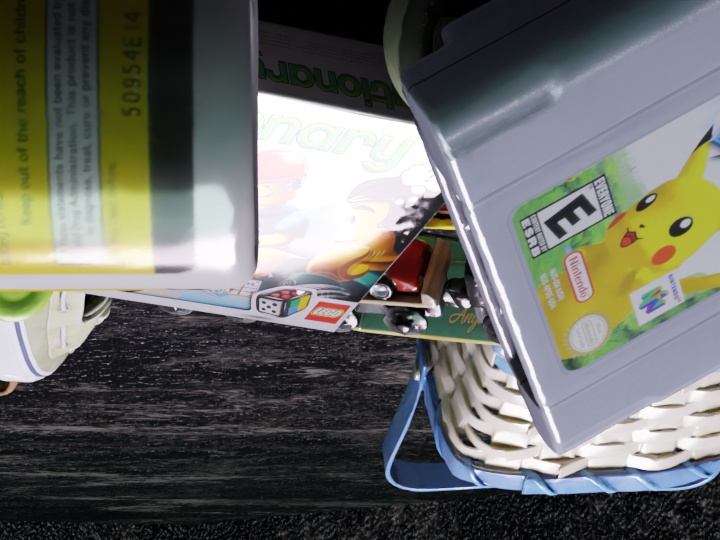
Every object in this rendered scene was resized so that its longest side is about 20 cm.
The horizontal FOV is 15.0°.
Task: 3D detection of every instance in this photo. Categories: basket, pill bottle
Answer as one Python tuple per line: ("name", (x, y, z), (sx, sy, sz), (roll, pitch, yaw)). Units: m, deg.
("basket", (0.110, 0.050, 1.343), (0.176, 0.139, 0.200), (0, 141, -11))
("pill bottle", (-0.128, -0.050, 0.763), (0.199, 0.115, 0.114), (-1, 172, -1))

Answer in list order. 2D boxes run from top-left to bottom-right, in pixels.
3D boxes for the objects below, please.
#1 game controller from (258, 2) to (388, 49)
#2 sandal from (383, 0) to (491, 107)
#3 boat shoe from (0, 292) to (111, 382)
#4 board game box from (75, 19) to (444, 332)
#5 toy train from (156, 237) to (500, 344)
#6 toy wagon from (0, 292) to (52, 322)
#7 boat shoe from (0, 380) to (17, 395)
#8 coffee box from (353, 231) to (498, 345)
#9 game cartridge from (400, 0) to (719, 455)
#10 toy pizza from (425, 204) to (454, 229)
("game controller", (0.024, -0.069, 0.969), (0.199, 0.042, 0.104), (-1, 157, -15))
("sandal", (0.069, -0.066, 0.890), (0.057, 0.080, 0.201), (15, 176, 41))
("boat shoe", (-0.151, 0.012, 1.322), (0.062, 0.072, 0.200), (0, 169, 1))
("board game box", (-0.070, -0.038, 0.912), (0.200, 0.035, 0.126), (9, 143, -26))
("toy train", (0.000, 0.000, 1.040), (0.200, 0.034, 0.046), (5, 141, 17))
("toy wagon", (-0.164, -0.010, 1.091), (0.200, 0.040, 0.155), (-30, -159, -10))
("boat shoe", (-0.213, 0.028, 1.399), (0.075, 0.074, 0.200), (-5, 171, 15))
("coffee box", (-0.036, -0.005, 1.173), (0.200, 0.044, 0.123), (10, -179, 37))
("game cartridge", (0.094, -0.028, 0.851), (0.133, 0.040, 0.200), (-32, 144, -5))
("toy pizza", (0.060, -0.030, 1.087), (0.200, 0.032, 0.200), (2, -176, 0))
